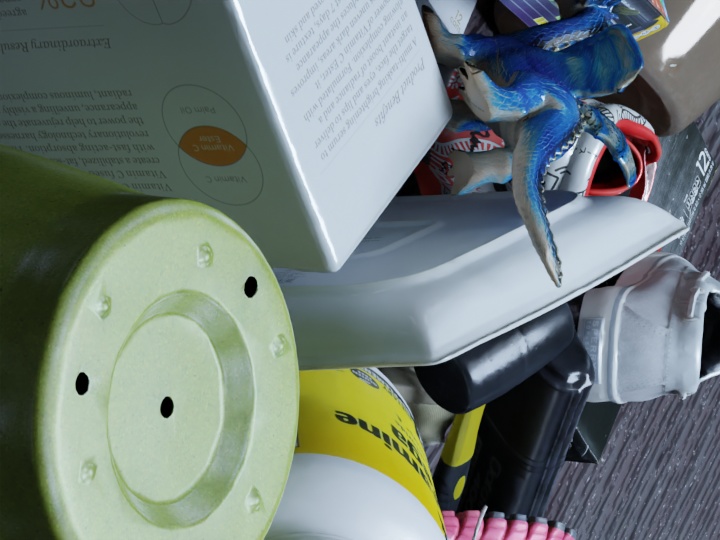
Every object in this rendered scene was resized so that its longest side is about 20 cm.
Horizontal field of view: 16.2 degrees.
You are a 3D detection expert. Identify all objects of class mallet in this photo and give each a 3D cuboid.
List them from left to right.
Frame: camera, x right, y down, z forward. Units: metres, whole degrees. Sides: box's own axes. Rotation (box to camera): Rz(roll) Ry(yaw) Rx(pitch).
[{"bbox_3d":[0.051,0.072,1.116,0.066,0.041,0.200,-35,155,-23],"label":"mallet"}]

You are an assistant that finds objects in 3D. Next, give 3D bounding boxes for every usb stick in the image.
[{"bbox_3d":[0.066,0.101,1.166,0.033,0.055,0.200,-11,137,-28],"label":"usb stick"}]

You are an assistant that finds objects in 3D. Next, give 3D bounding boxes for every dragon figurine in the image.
[{"bbox_3d":[0.081,-0.066,0.997,0.099,0.200,0.059,-5,117,-13],"label":"dragon figurine"}]

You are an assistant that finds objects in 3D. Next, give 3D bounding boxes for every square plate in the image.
[{"bbox_3d":[0.000,0.000,1.008,0.198,0.200,0.029,-24,108,-52],"label":"square plate"}]

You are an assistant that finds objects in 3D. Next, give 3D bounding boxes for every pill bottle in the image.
[{"bbox_3d":[-0.024,0.105,0.912,0.200,0.112,0.113,-104,-177,-72],"label":"pill bottle"}]

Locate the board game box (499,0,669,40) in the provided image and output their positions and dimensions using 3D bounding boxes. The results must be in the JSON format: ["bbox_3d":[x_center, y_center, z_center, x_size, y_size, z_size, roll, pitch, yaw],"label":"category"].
[{"bbox_3d":[0.066,-0.211,1.133,0.165,0.057,0.200,27,45,-63],"label":"board game box"}]

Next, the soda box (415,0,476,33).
[{"bbox_3d":[-0.013,-0.184,1.098,0.200,0.064,0.068,51,51,-43],"label":"soda box"}]

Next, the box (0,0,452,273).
[{"bbox_3d":[-0.078,-0.110,0.929,0.106,0.152,0.200,-54,134,-42],"label":"box"}]

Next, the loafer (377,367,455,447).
[{"bbox_3d":[-0.012,0.055,1.111,0.068,0.076,0.200,-52,158,14],"label":"loafer"}]

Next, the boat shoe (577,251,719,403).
[{"bbox_3d":[0.153,0.028,1.207,0.200,0.068,0.072,4,93,-73],"label":"boat shoe"}]

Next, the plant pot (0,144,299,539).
[{"bbox_3d":[-0.132,0.040,0.823,0.200,0.193,0.201,-6,97,-55],"label":"plant pot"}]

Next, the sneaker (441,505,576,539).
[{"bbox_3d":[0.003,0.134,1.067,0.200,0.081,0.075,10,76,-22],"label":"sneaker"}]

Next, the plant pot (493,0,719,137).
[{"bbox_3d":[0.157,-0.167,1.269,0.175,0.200,0.200,-55,138,-11],"label":"plant pot"}]

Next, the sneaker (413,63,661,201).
[{"bbox_3d":[0.085,-0.045,1.167,0.067,0.108,0.201,-68,164,-4],"label":"sneaker"}]

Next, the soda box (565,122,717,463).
[{"bbox_3d":[0.116,-0.002,1.298,0.071,0.063,0.200,56,47,-41],"label":"soda box"}]
